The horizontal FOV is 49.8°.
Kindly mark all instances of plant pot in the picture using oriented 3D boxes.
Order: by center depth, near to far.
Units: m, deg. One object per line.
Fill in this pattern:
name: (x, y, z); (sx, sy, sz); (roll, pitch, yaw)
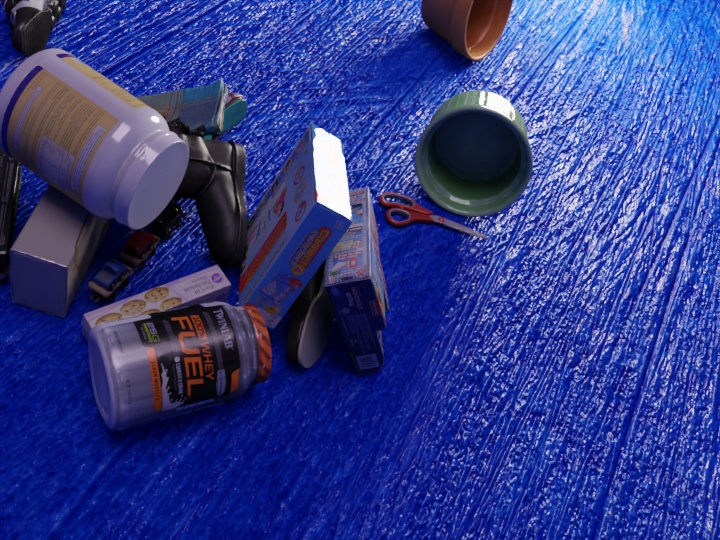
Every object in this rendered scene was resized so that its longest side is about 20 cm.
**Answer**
plant pot: (0.221, -0.570, 1.660); (0.138, 0.204, 0.199); (28, 43, 26)

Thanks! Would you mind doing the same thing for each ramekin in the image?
ramekin: (0.194, -0.203, 1.318); (0.196, 0.202, 0.099); (23, 38, -2)

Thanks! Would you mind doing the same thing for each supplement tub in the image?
supplement tub: (-0.212, 0.107, 0.922); (0.196, 0.124, 0.124); (-11, 56, -30)
supplement tub: (-0.323, -0.157, 0.944); (0.198, 0.147, 0.146); (33, 46, 5)

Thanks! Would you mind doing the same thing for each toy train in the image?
toy train: (-0.301, -0.029, 1.054); (0.034, 0.046, 0.201); (28, 46, 3)

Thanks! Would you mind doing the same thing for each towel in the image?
towel: (-0.302, -0.234, 1.179); (0.195, 0.022, 0.148); (-10, 41, 3)

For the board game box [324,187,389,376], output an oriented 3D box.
board game box: (0.000, 0.000, 1.050); (0.060, 0.202, 0.203); (-9, 50, 7)

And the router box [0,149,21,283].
router box: (-0.521, -0.082, 0.993); (0.146, 0.063, 0.203); (5, 50, -20)

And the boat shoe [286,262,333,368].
boat shoe: (-0.071, 0.045, 1.080); (0.061, 0.074, 0.205); (0, 52, 17)

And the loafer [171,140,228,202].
loafer: (-0.267, -0.142, 1.146); (0.199, 0.070, 0.070); (-30, 108, -35)

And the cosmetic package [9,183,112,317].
cosmetic package: (-0.377, -0.055, 1.005); (0.071, 0.104, 0.203); (16, 48, -9)

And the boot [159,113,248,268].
boot: (-0.239, -0.110, 1.074); (0.160, 0.073, 0.204); (9, 72, -38)

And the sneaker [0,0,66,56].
sneaker: (-0.551, -0.416, 1.268); (0.086, 0.075, 0.202); (13, 38, -12)

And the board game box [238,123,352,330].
board game box: (-0.092, -0.061, 1.039); (0.055, 0.201, 0.198); (25, 32, -23)

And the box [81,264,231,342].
box: (-0.262, 0.048, 1.009); (0.197, 0.039, 0.042); (-22, 63, -36)

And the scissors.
scissors: (0.125, -0.093, 1.314); (0.195, 0.014, 0.074); (7, 47, -16)

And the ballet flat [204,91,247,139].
ballet flat: (-0.257, -0.233, 1.244); (0.070, 0.070, 0.201); (17, 41, 17)
